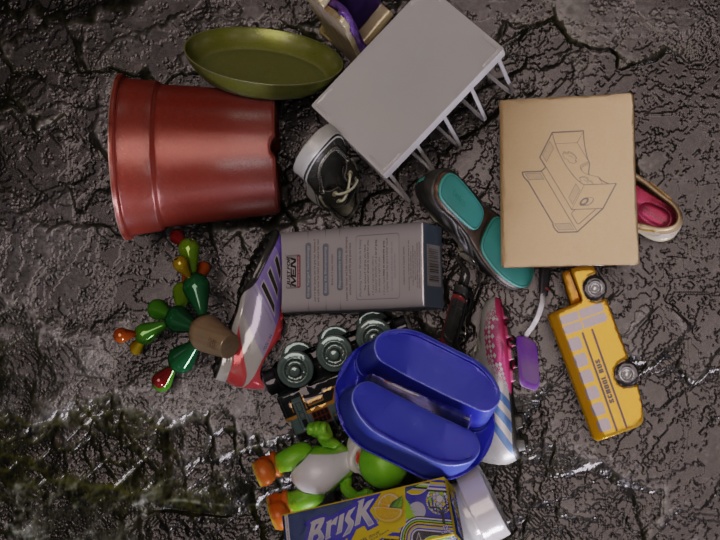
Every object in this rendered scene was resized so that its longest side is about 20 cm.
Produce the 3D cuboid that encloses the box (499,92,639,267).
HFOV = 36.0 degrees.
[{"bbox_3d":[0.247,-0.106,1.319,0.161,0.021,0.204,-1,86,14],"label":"box"}]

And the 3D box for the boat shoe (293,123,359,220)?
[{"bbox_3d":[-0.030,-0.113,1.326,0.064,0.200,0.071,41,84,12],"label":"boat shoe"}]

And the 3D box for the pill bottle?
[{"bbox_3d":[0.073,0.317,1.329,0.198,0.110,0.111,-27,83,4],"label":"pill bottle"}]

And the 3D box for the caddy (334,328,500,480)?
[{"bbox_3d":[0.067,0.156,1.284,0.198,0.105,0.143,26,72,0],"label":"caddy"}]

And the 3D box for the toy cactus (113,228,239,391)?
[{"bbox_3d":[-0.217,0.062,1.369,0.164,0.102,0.203,22,93,40],"label":"toy cactus"}]

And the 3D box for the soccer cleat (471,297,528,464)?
[{"bbox_3d":[0.151,0.136,1.353,0.085,0.070,0.204,-7,83,13],"label":"soccer cleat"}]

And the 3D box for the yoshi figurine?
[{"bbox_3d":[-0.024,0.238,1.330,0.197,0.113,0.113,-20,52,-3],"label":"yoshi figurine"}]

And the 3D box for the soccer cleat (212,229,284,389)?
[{"bbox_3d":[-0.124,0.050,1.401,0.072,0.068,0.203,20,87,-12],"label":"soccer cleat"}]

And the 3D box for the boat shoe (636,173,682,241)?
[{"bbox_3d":[0.304,-0.101,1.352,0.198,0.069,0.075,25,89,8],"label":"boat shoe"}]

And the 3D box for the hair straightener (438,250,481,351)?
[{"bbox_3d":[0.111,0.072,1.361,0.040,0.077,0.203,14,105,19],"label":"hair straightener"}]

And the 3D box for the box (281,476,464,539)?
[{"bbox_3d":[0.014,0.295,1.259,0.197,0.064,0.071,-16,60,12],"label":"box"}]

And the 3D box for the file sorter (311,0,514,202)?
[{"bbox_3d":[0.071,-0.207,1.348,0.200,0.124,0.139,-46,64,1],"label":"file sorter"}]

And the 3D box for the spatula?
[{"bbox_3d":[0.218,0.046,1.366,0.020,0.056,0.203,4,78,38],"label":"spatula"}]

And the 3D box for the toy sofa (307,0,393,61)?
[{"bbox_3d":[-0.011,-0.322,1.340,0.097,0.200,0.083,41,90,14],"label":"toy sofa"}]

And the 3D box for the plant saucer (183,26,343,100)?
[{"bbox_3d":[-0.120,-0.253,1.368,0.197,0.201,0.032,13,119,7],"label":"plant saucer"}]

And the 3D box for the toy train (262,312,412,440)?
[{"bbox_3d":[-0.020,0.128,1.372,0.197,0.085,0.116,-22,97,2],"label":"toy train"}]

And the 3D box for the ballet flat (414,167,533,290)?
[{"bbox_3d":[0.137,-0.052,1.359,0.200,0.068,0.068,48,64,-26],"label":"ballet flat"}]

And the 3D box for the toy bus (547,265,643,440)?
[{"bbox_3d":[0.283,0.096,1.343,0.077,0.065,0.203,-20,84,6],"label":"toy bus"}]

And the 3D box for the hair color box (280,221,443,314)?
[{"bbox_3d":[0.000,0.000,1.352,0.197,0.060,0.101,-3,85,28],"label":"hair color box"}]

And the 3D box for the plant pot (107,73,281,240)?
[{"bbox_3d":[-0.195,-0.141,1.362,0.192,0.201,0.205,-1,86,-2],"label":"plant pot"}]
